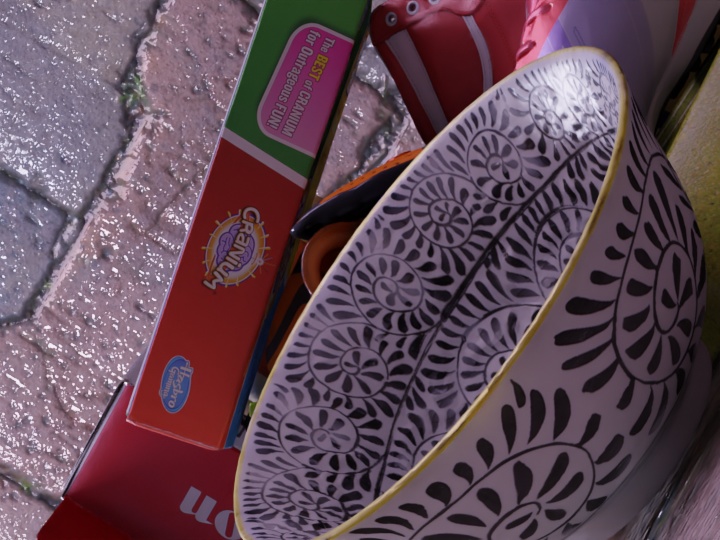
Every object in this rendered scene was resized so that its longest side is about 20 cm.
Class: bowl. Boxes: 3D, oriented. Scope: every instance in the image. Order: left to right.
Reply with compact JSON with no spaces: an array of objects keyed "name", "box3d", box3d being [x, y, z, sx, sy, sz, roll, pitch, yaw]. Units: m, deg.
[{"name":"bowl","box3d":[0.055,0.033,0.976,0.201,0.094,0.201,-48,19,22]}]

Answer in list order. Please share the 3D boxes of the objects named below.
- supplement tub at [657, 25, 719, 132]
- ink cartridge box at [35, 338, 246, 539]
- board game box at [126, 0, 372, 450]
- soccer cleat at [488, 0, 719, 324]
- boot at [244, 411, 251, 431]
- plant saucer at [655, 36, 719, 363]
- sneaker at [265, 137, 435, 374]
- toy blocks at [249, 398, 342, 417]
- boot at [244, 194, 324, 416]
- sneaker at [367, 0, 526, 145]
[{"name":"supplement tub","box3d":[0.151,-0.160,1.289,0.200,0.145,0.145,-61,-1,22]},{"name":"ink cartridge box","box3d":[-0.032,0.113,1.418,0.084,0.200,0.176,-60,-1,30]},{"name":"board game box","box3d":[-0.045,-0.024,1.246,0.153,0.040,0.201,94,-166,-87]},{"name":"soccer cleat","box3d":[0.081,-0.066,1.109,0.200,0.073,0.068,-60,1,-25]},{"name":"boot","box3d":[0.060,0.090,1.266,0.199,0.139,0.077,-27,-27,18]},{"name":"plant saucer","box3d":[0.120,-0.010,1.125,0.200,0.048,0.200,-60,-1,-37]},{"name":"sneaker","box3d":[0.000,0.000,1.181,0.112,0.078,0.200,-26,-18,-50]},{"name":"toy blocks","box3d":[0.009,0.117,1.141,0.200,0.099,0.137,19,-112,-83]},{"name":"boot","box3d":[0.004,0.058,1.385,0.075,0.200,0.108,1,58,56]},{"name":"sneaker","box3d":[0.065,-0.140,1.216,0.071,0.112,0.201,6,-91,-53]}]
